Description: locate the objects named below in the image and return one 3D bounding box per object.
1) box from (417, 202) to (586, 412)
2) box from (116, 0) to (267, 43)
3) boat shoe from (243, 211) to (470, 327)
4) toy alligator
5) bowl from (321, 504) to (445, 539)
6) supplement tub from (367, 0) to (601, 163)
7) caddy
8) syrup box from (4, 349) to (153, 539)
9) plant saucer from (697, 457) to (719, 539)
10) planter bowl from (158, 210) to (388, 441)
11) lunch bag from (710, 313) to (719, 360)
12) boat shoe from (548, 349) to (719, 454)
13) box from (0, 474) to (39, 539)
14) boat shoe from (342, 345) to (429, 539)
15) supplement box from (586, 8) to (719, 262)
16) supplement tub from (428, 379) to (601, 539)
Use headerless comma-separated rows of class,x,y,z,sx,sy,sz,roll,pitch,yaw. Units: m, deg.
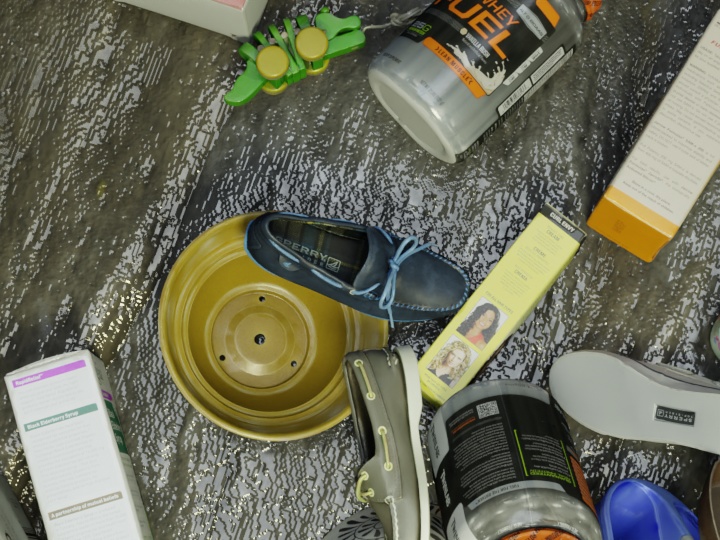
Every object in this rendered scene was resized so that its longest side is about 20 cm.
box,0.120,0.036,1.563,0.050,0.075,0.200,38,83,7
box,-0.139,-0.332,1.606,0.152,0.106,0.200,18,80,3
boat shoe,0.000,0.000,1.496,0.199,0.069,0.084,9,76,-11
toy alligator,-0.042,-0.214,1.610,0.200,0.059,0.054,-27,82,-5
bowl,0.041,0.296,1.508,0.200,0.094,0.201,0,79,0
supplement tub,0.114,-0.203,1.578,0.123,0.123,0.200,44,83,6
caddy,0.245,0.266,1.461,0.141,0.105,0.200,26,37,-24
syrup box,-0.241,0.176,1.533,0.081,0.079,0.200,-16,81,-3
plant saucer,0.342,0.253,1.486,0.032,0.200,0.200,-34,81,30
planter bowl,-0.082,0.055,1.544,0.200,0.083,0.201,3,77,-13
lunch bag,0.420,0.070,1.557,0.200,0.077,0.160,38,82,6
boat shoe,0.266,0.114,1.554,0.200,0.070,0.071,11,97,26
box,-0.321,0.279,1.454,0.131,0.200,0.199,-30,82,-6
boat shoe,0.021,0.162,1.468,0.060,0.072,0.202,-1,73,-11
supplement box,0.288,-0.116,1.563,0.073,0.126,0.200,32,82,6
supplement tub,0.126,0.192,1.438,0.122,0.200,0.123,-3,123,-4
